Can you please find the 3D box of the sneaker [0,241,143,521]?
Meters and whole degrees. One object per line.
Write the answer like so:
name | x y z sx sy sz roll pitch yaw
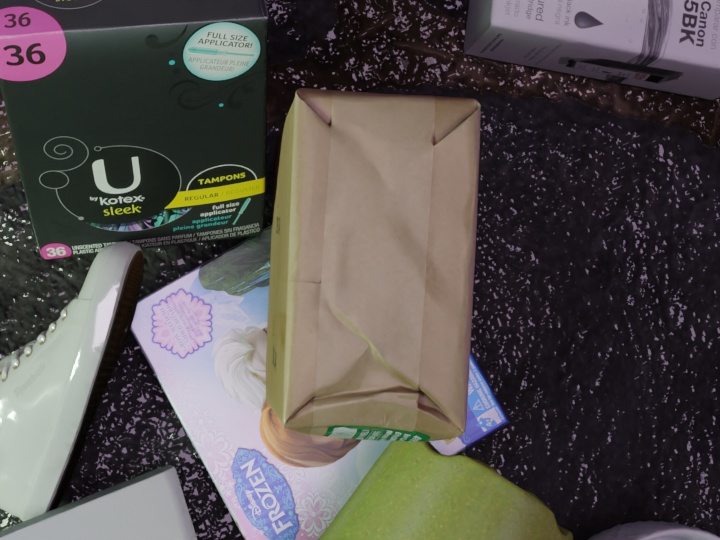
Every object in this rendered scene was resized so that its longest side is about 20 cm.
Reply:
sneaker | -0.203 0.064 0.804 0.084 0.073 0.202 25 104 0

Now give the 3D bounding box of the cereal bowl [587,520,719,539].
cereal bowl | 0.181 0.265 0.857 0.198 0.083 0.203 -1 93 -28

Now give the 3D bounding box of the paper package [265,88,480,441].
paper package | 0.000 0.000 0.755 0.102 0.200 0.193 2 87 -8

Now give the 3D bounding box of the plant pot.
plant pot | 0.033 0.210 0.777 0.199 0.200 0.185 32 74 -6

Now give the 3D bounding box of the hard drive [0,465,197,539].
hard drive | -0.151 0.244 0.811 0.131 0.027 0.203 -19 95 -26

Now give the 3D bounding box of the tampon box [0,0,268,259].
tampon box | -0.136 -0.121 0.764 0.148 0.201 0.128 -7 58 -9

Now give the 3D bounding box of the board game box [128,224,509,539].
board game box | -0.030 0.066 0.867 0.198 0.041 0.202 -30 92 -9

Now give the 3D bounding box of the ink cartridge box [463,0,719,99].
ink cartridge box | 0.184 -0.215 0.896 0.197 0.083 0.149 8 85 -8
